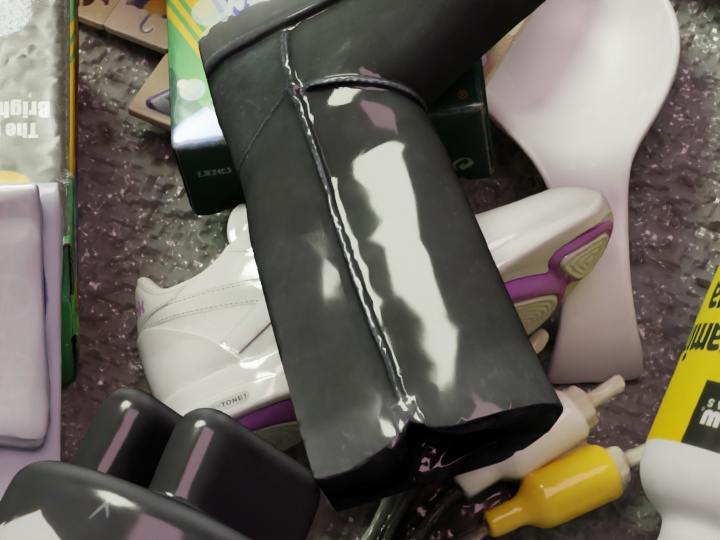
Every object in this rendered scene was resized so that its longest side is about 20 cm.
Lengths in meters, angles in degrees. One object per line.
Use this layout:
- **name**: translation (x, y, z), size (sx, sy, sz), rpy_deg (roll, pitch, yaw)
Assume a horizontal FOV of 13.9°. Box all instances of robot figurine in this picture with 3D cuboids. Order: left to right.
- **robot figurine**: translation (-0.091, 0.144, 1.037), size (0.125, 0.150, 0.200), rpy_deg (26, 77, -5)

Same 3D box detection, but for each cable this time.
- **cable**: translation (0.019, 0.098, 1.152), size (0.200, 0.050, 0.097), rpy_deg (-38, 68, -22)

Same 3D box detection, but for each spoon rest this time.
- **spoon rest**: translation (0.090, -0.055, 1.233), size (0.099, 0.061, 0.200), rpy_deg (-4, 63, -3)

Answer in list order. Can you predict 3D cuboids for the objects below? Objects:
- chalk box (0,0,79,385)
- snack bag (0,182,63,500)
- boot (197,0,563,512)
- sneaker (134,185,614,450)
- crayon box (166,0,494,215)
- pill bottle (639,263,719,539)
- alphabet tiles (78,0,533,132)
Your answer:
- **chalk box**: translation (-0.173, -0.027, 1.169), size (0.125, 0.124, 0.200), rpy_deg (1, 63, -4)
- **snack bag**: translation (-0.204, 0.062, 1.098), size (0.188, 0.200, 0.021), rpy_deg (0, 19, -3)
- **boot**: translation (0.032, -0.029, 1.089), size (0.165, 0.066, 0.200), rpy_deg (-28, 55, 18)
- **sneaker**: translation (0.000, 0.000, 1.164), size (0.200, 0.075, 0.100), rpy_deg (-24, 68, 6)
- **crayon box**: translation (-0.017, -0.125, 1.235), size (0.125, 0.052, 0.200), rpy_deg (-8, 55, 4)
- **pill bottle**: translation (0.175, 0.052, 1.132), size (0.112, 0.112, 0.200), rpy_deg (22, 81, 8)
- **alphabet tiles**: translation (-0.029, -0.118, 1.268), size (0.200, 0.008, 0.167), rpy_deg (22, 63, 22)
